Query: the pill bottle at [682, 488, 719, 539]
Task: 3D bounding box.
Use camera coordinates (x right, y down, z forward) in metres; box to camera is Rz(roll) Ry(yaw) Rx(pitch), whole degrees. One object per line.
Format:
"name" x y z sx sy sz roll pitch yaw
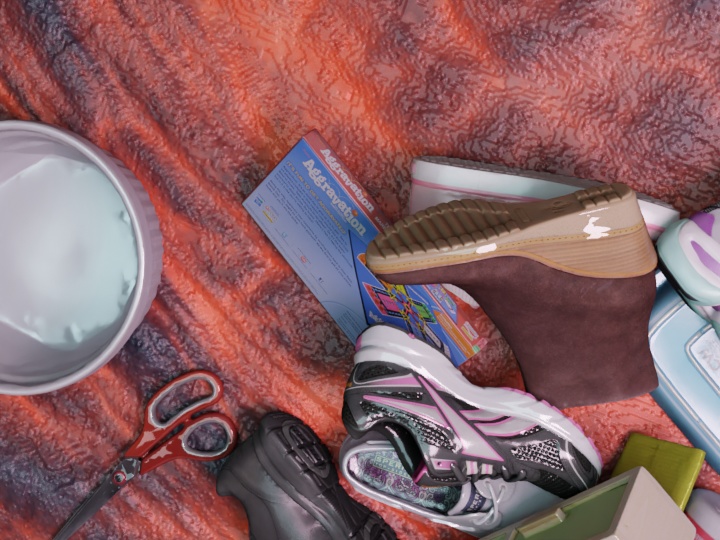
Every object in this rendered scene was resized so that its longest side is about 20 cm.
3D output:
"pill bottle" 0.237 0.272 1.095 0.119 0.120 0.201 32 99 5

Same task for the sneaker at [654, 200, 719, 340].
"sneaker" 0.311 0.024 1.049 0.139 0.078 0.201 -35 94 4

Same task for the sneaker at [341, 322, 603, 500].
"sneaker" 0.071 0.124 1.085 0.199 0.080 0.087 26 65 -2

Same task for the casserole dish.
"casserole dish" 0.280 0.079 1.114 0.121 0.039 0.200 -40 87 9

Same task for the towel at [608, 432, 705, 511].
"towel" 0.186 0.216 1.095 0.018 0.086 0.201 29 81 -27

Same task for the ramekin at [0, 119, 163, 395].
"ramekin" -0.243 -0.013 1.153 0.198 0.105 0.202 1 95 8

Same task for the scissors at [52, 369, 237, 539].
"scissors" -0.185 0.150 1.206 0.199 0.014 0.074 -30 92 11

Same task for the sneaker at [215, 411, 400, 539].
"sneaker" -0.033 0.208 1.164 0.091 0.076 0.201 -40 81 19

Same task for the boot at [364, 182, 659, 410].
"boot" 0.110 0.033 1.056 0.198 0.073 0.168 -10 119 1

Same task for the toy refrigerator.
"toy refrigerator" 0.130 0.213 1.067 0.070 0.076 0.200 48 130 -9

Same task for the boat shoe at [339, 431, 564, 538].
"boat shoe" 0.079 0.163 1.135 0.198 0.069 0.073 22 96 3

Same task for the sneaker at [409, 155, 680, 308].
"sneaker" 0.128 -0.019 1.113 0.198 0.075 0.106 9 98 11

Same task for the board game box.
"board game box" 0.000 0.000 1.131 0.200 0.019 0.103 51 139 2
